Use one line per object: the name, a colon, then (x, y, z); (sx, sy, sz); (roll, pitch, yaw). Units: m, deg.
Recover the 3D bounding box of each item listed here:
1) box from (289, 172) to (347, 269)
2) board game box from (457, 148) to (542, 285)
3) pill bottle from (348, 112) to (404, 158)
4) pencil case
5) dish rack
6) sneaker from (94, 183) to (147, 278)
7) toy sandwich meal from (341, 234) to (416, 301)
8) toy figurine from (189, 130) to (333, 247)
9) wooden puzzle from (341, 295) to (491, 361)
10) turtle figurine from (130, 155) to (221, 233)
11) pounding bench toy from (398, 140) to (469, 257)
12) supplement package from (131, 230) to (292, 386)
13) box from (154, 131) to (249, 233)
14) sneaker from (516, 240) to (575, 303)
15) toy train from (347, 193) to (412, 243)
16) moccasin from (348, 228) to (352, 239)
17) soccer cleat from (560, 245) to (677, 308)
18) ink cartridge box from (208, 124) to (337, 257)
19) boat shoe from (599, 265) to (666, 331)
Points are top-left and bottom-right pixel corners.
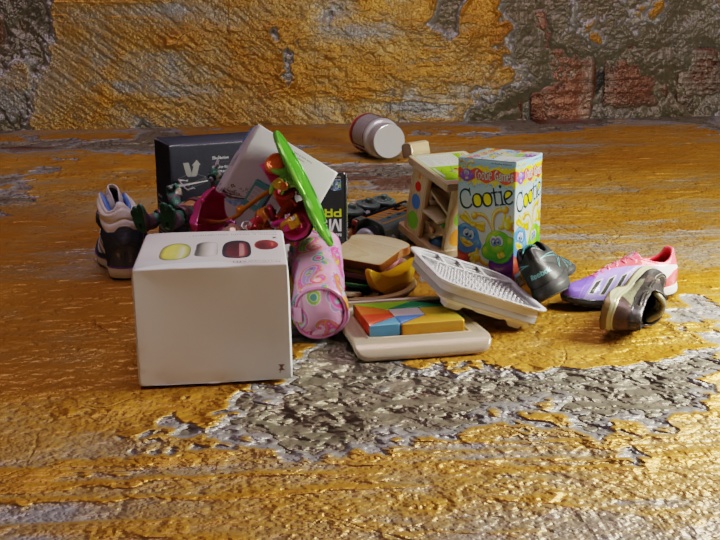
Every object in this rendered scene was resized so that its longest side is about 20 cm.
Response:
box: (-0.118, -0.082, 1.771); (0.198, 0.162, 0.044); (0, 2, 1)
board game box: (0.222, -0.084, 1.692); (0.102, 0.202, 0.105); (9, 18, 32)
pill bottle: (0.046, -0.369, 2.919); (0.108, 0.111, 0.200); (-6, 16, -18)
pencil case: (-0.062, 0.015, 1.494); (0.086, 0.088, 0.201); (-2, 28, -5)
dish rack: (0.159, 0.027, 1.517); (0.170, 0.044, 0.200); (18, 10, -16)
sneaker: (-0.411, -0.079, 1.805); (0.080, 0.148, 0.200); (-5, 16, -18)
toy sandwich meal: (0.000, 0.000, 1.641); (0.203, 0.071, 0.205); (-1, 15, 0)
toy figurine: (-0.153, -0.072, 1.513); (0.183, 0.150, 0.201); (-29, 55, 5)
wooden puzzle: (0.066, 0.069, 1.449); (0.183, 0.038, 0.200); (-3, 16, -10)
turtle figurine: (-0.276, -0.114, 1.760); (0.149, 0.101, 0.200); (-22, 7, 38)
pounding bench toy: (0.136, -0.125, 1.874); (0.123, 0.157, 0.200); (-9, 32, -30)
supplement package: (-0.186, 0.041, 1.355); (0.189, 0.149, 0.200); (-2, 14, -6)
box: (-0.264, -0.143, 1.934); (0.195, 0.202, 0.117); (-7, 16, -24)
sneaker: (0.276, -0.010, 1.592); (0.075, 0.080, 0.200); (-31, 1, 11)
toy train: (0.038, -0.083, 1.939); (0.113, 0.086, 0.199); (20, 24, 31)
moccasin: (-0.106, -0.057, 1.843); (0.199, 0.079, 0.074); (7, 17, 26)
soccer cleat: (0.385, 0.009, 1.583); (0.198, 0.074, 0.068); (-7, 17, -19)
ink cartridge box: (-0.155, -0.102, 1.660); (0.145, 0.201, 0.147); (30, -1, -12)
boat shoe: (0.392, 0.047, 1.473); (0.064, 0.074, 0.199); (21, 27, 28)
